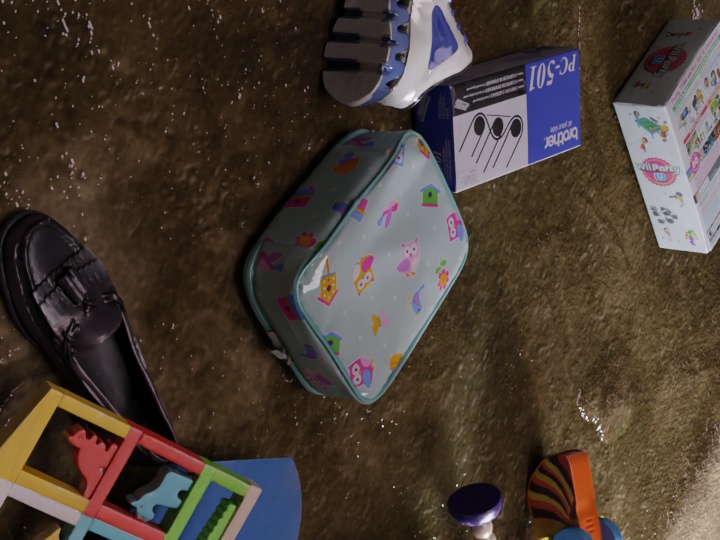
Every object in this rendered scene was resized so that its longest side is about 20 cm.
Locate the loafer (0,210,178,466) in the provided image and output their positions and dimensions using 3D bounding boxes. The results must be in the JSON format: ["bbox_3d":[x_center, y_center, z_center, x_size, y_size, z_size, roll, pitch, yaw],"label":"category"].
[{"bbox_3d":[-0.172,0.048,1.002,0.072,0.063,0.201,-44,128,-36],"label":"loafer"}]

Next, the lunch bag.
[{"bbox_3d":[0.000,0.000,1.192,0.200,0.077,0.161,-54,134,-29],"label":"lunch bag"}]

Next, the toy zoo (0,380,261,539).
[{"bbox_3d":[-0.178,0.159,0.988,0.200,0.020,0.132,31,88,-28],"label":"toy zoo"}]

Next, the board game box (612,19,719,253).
[{"bbox_3d":[0.349,-0.142,1.598,0.148,0.064,0.200,-52,134,-32],"label":"board game box"}]

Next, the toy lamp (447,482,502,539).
[{"bbox_3d":[0.129,0.294,1.414,0.058,0.058,0.201,-37,124,-40],"label":"toy lamp"}]

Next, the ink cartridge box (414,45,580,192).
[{"bbox_3d":[0.125,-0.138,1.343,0.200,0.044,0.094,-22,114,-47],"label":"ink cartridge box"}]

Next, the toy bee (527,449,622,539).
[{"bbox_3d":[0.196,0.283,1.475,0.131,0.108,0.201,22,54,-41],"label":"toy bee"}]

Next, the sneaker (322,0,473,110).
[{"bbox_3d":[0.043,-0.216,1.214,0.115,0.080,0.200,17,90,-54],"label":"sneaker"}]

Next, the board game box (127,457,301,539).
[{"bbox_3d":[-0.126,0.206,1.105,0.200,0.039,0.159,5,103,-51],"label":"board game box"}]
